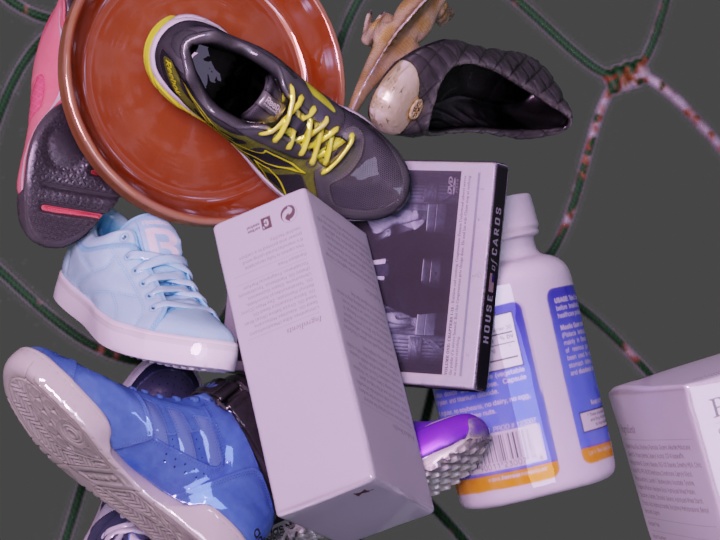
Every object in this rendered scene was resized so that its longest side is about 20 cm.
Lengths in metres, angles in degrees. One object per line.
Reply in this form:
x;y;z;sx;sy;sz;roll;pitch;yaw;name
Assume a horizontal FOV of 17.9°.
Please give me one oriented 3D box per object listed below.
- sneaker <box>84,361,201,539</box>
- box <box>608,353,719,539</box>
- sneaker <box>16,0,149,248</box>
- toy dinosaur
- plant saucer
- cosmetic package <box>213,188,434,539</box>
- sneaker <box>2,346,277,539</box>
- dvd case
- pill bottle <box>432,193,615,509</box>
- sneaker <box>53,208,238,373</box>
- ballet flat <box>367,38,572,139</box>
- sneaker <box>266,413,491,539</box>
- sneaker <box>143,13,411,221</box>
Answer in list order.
-0.141;0.155;1.504;0.070;0.108;0.201;18;85;-15;sneaker
0.295;0.111;1.530;0.198;0.200;0.131;-17;89;-8;box
-0.190;-0.107;1.538;0.073;0.087;0.201;16;76;-21;sneaker
0.025;-0.158;1.562;0.058;0.101;0.200;37;85;-2;toy dinosaur
-0.106;-0.127;1.514;0.199;0.032;0.202;4;81;-25;plant saucer
-0.023;0.062;1.447;0.071;0.101;0.201;-22;65;17;cosmetic package
-0.127;0.096;1.453;0.200;0.077;0.111;41;58;-7;sneaker
0.000;0.000;1.531;0.199;0.025;0.151;3;84;29;dvd case
0.099;0.054;1.553;0.111;0.112;0.201;-12;87;-8;pill bottle
-0.140;0.007;1.481;0.074;0.200;0.082;4;104;-39;sneaker
0.076;-0.117;1.535;0.057;0.200;0.067;38;118;29;ballet flat
-0.012;0.116;1.522;0.199;0.069;0.100;-24;74;25;sneaker
-0.052;-0.091;1.462;0.199;0.085;0.075;31;90;-13;sneaker
